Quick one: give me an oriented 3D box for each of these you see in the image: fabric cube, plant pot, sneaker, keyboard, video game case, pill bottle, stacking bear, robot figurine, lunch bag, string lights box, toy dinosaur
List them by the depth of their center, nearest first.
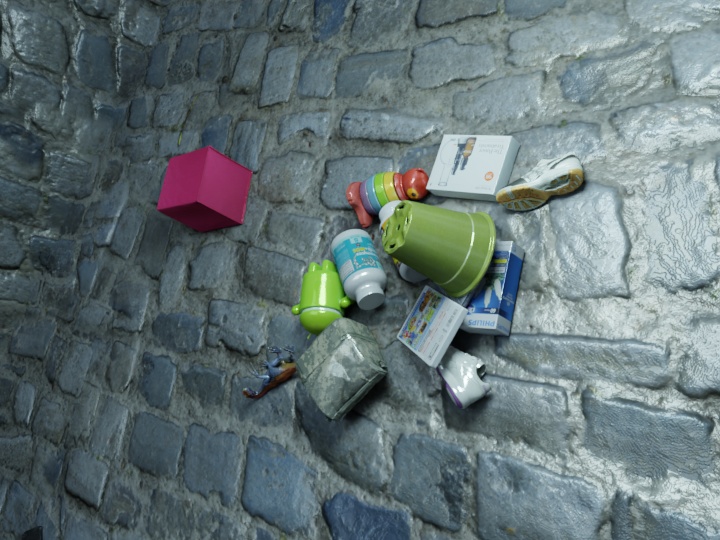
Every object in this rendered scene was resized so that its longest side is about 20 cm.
[{"bbox_3d":[0.155,-0.063,1.518,0.200,0.190,0.200,-51,29,43],"label":"plant pot"},{"bbox_3d":[0.216,0.209,1.534,0.100,0.075,0.200,-26,48,-1],"label":"sneaker"},{"bbox_3d":[0.287,0.039,1.543,0.103,0.059,0.200,-1,69,43],"label":"string lights box"},{"bbox_3d":[0.399,-0.199,1.564,0.200,0.076,0.088,-17,45,30],"label":"sneaker"},{"bbox_3d":[0.156,0.121,1.566,0.143,0.018,0.200,-61,22,3],"label":"video game case"},{"bbox_3d":[0.217,0.028,1.572,0.200,0.019,0.143,-61,23,20],"label":"video game case"},{"bbox_3d":[-0.040,0.241,1.673,0.200,0.139,0.168,-46,47,16],"label":"lunch bag"},{"bbox_3d":[0.115,-0.077,1.710,0.109,0.109,0.200,-40,49,19],"label":"pill bottle"},{"bbox_3d":[0.000,0.000,1.771,0.111,0.111,0.200,-37,51,22],"label":"pill bottle"},{"bbox_3d":[0.083,-0.203,1.801,0.200,0.121,0.114,-15,34,24],"label":"stacking bear"},{"bbox_3d":[-0.098,0.077,1.814,0.175,0.116,0.200,-10,64,28],"label":"robot figurine"},{"bbox_3d":[-0.239,0.285,1.864,0.200,0.105,0.182,31,113,32],"label":"toy dinosaur"},{"bbox_3d":[-0.497,-0.257,2.253,0.199,0.196,0.200,-8,65,38],"label":"fabric cube"},{"bbox_3d":[-1.089,0.957,2.315,0.104,0.040,0.200,-21,54,5],"label":"keyboard"}]

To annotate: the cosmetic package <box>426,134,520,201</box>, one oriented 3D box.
[{"bbox_3d":[0.270,-0.251,1.701,0.200,0.052,0.151,11,81,43],"label":"cosmetic package"}]
